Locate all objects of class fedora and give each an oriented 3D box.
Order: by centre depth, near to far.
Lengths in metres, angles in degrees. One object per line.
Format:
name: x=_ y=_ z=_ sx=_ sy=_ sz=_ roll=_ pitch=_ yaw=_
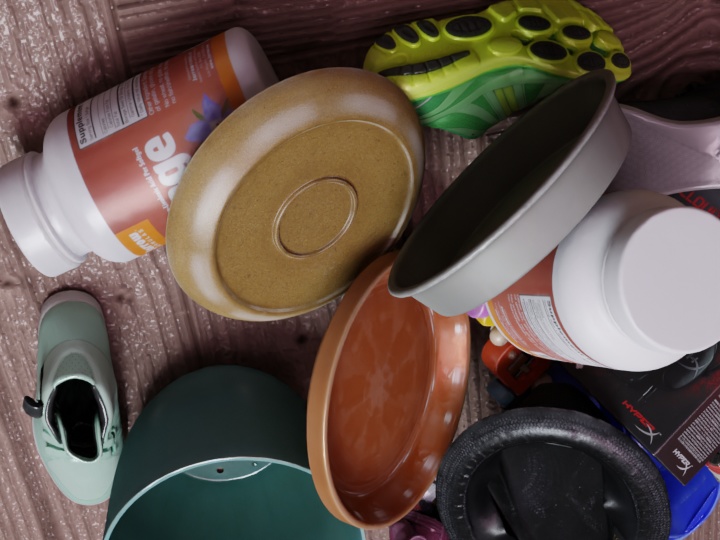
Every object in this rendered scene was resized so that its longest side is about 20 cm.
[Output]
fedora: x=0.151 y=0.159 z=1.047 sx=0.198 sy=0.092 sz=0.203 roll=8 pitch=128 yaw=10

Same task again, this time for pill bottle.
pill bottle: x=0.163 y=0.006 z=0.881 sx=0.111 sy=0.200 sz=0.114 roll=0 pitch=89 yaw=-16
pill bottle: x=-0.143 y=-0.075 z=0.926 sx=0.198 sy=0.113 sz=0.113 roll=-25 pitch=123 yaw=7

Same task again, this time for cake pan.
cake pan: x=0.099 y=-0.046 z=0.872 sx=0.037 sy=0.201 sz=0.200 roll=43 pitch=108 yaw=-11

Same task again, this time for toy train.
toy train: x=0.145 y=0.006 z=1.059 sx=0.200 sy=0.056 sz=0.150 roll=-50 pitch=139 yaw=6

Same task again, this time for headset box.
headset box: x=0.253 y=0.033 z=1.014 sx=0.200 sy=0.149 sz=0.077 roll=-46 pitch=139 yaw=4

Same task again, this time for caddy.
caddy: x=0.230 y=0.155 z=1.141 sx=0.139 sy=0.105 sz=0.202 roll=-15 pitch=124 yaw=1

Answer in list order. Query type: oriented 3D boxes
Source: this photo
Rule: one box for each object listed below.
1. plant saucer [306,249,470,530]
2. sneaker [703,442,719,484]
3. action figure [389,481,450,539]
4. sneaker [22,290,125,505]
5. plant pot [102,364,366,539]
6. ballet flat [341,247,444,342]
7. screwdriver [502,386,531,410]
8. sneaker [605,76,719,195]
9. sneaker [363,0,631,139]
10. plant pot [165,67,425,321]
plant saucer: x=0.019 y=0.084 z=0.974 sx=0.032 sy=0.201 sz=0.202 roll=10 pitch=131 yaw=32
sneaker: x=0.310 y=0.100 z=1.077 sx=0.077 sy=0.201 sz=0.083 roll=-11 pitch=127 yaw=36
action figure: x=0.061 y=0.262 z=1.167 sx=0.148 sy=0.203 sz=0.133 roll=-18 pitch=168 yaw=33
sneaker: x=-0.221 y=0.131 z=1.042 sx=0.073 sy=0.119 sz=0.203 roll=-5 pitch=125 yaw=-8
plant pot: x=-0.105 y=0.172 z=1.062 sx=0.198 sy=0.162 sz=0.203 roll=-5 pitch=124 yaw=-7
ballet flat: x=0.000 y=0.000 z=1.033 sx=0.069 sy=0.070 sz=0.200 roll=-36 pitch=122 yaw=14
screwdriver: x=0.132 y=0.150 z=1.170 sx=0.029 sy=0.028 sz=0.202 roll=12 pitch=126 yaw=19
sneaker: x=0.220 y=-0.100 z=0.990 sx=0.197 sy=0.099 sz=0.072 roll=0 pitch=112 yaw=13
sneaker: x=0.095 y=-0.143 z=0.960 sx=0.197 sy=0.075 sz=0.084 roll=-7 pitch=154 yaw=-11
plant pot: x=-0.035 y=-0.041 z=0.900 sx=0.198 sy=0.028 sz=0.202 roll=-23 pitch=139 yaw=-22
